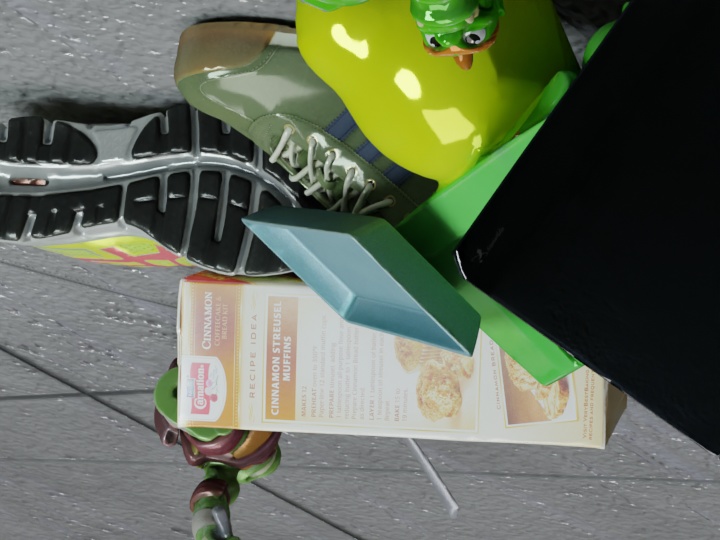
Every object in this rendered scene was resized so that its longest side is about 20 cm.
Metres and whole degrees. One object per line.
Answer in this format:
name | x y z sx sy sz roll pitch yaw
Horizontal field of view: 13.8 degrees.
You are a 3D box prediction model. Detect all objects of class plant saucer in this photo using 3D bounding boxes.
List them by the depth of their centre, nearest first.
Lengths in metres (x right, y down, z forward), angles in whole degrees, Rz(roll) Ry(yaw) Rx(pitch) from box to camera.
plant saucer | 0.000 0.000 1.249 0.070 0.019 0.200 45 171 -12

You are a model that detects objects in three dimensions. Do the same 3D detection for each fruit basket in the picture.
fruit basket | 0.074 -0.070 1.167 0.216 0.155 0.216 41 150 30

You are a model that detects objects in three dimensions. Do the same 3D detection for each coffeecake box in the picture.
coffeecake box | 0.025 0.037 1.426 0.199 0.073 0.154 2 -175 8

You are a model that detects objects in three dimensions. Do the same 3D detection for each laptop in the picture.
laptop | 0.158 -0.022 1.076 0.103 0.177 0.200 39 -174 31

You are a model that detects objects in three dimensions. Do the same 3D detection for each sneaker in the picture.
sneaker | 0.011 -0.043 1.289 0.200 0.090 0.067 13 161 -5
sneaker | -0.085 -0.036 1.407 0.199 0.078 0.090 8 173 19

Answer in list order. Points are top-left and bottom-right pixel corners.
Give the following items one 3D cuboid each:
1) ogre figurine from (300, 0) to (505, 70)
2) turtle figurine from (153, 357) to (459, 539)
ogre figurine | 0.031 -0.139 1.015 0.199 0.098 0.120 -19 140 5
turtle figurine | -0.035 0.098 1.639 0.144 0.200 0.194 -24 154 -4
